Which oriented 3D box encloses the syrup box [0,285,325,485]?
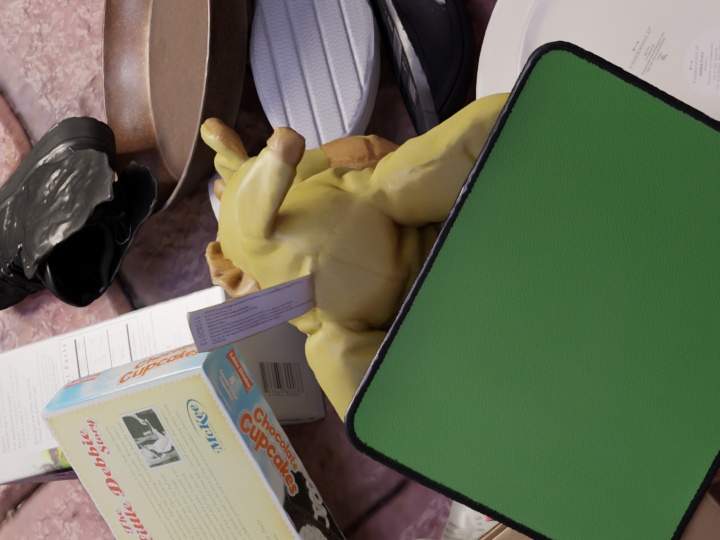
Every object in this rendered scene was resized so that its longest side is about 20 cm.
[{"bbox_3d":[-0.128,0.070,1.019,0.200,0.079,0.082,-18,77,31],"label":"syrup box"}]

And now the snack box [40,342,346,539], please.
[{"bbox_3d":[-0.076,0.137,0.945,0.116,0.037,0.200,-17,110,31],"label":"snack box"}]

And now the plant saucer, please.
[{"bbox_3d":[-0.106,-0.131,1.002,0.200,0.034,0.201,-179,90,-66],"label":"plant saucer"}]

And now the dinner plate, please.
[{"bbox_3d":[0.135,-0.099,0.814,0.200,0.024,0.201,-7,76,33],"label":"dinner plate"}]

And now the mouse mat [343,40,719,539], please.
[{"bbox_3d":[0.103,0.021,0.759,0.161,0.008,0.200,27,94,-6],"label":"mouse mat"}]

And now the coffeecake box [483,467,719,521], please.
[{"bbox_3d":[0.147,0.029,0.845,0.200,0.073,0.154,-17,78,32],"label":"coffeecake box"}]

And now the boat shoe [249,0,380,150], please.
[{"bbox_3d":[-0.026,-0.151,0.979,0.072,0.071,0.201,-10,72,6],"label":"boat shoe"}]

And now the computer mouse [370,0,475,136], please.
[{"bbox_3d":[0.024,-0.174,0.919,0.046,0.140,0.201,-18,70,-5],"label":"computer mouse"}]

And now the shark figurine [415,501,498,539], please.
[{"bbox_3d":[0.014,0.186,0.886,0.128,0.214,0.089,60,149,-1],"label":"shark figurine"}]

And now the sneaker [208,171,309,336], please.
[{"bbox_3d":[0.000,0.000,0.953,0.082,0.074,0.200,-45,72,12],"label":"sneaker"}]

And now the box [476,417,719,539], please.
[{"bbox_3d":[0.133,0.189,0.809,0.163,0.021,0.200,-41,94,15],"label":"box"}]

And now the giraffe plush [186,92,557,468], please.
[{"bbox_3d":[-0.004,-0.009,0.830,0.162,0.199,0.173,-145,56,-66],"label":"giraffe plush"}]

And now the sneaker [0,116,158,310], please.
[{"bbox_3d":[-0.186,-0.014,1.043,0.200,0.060,0.104,-48,40,33],"label":"sneaker"}]
